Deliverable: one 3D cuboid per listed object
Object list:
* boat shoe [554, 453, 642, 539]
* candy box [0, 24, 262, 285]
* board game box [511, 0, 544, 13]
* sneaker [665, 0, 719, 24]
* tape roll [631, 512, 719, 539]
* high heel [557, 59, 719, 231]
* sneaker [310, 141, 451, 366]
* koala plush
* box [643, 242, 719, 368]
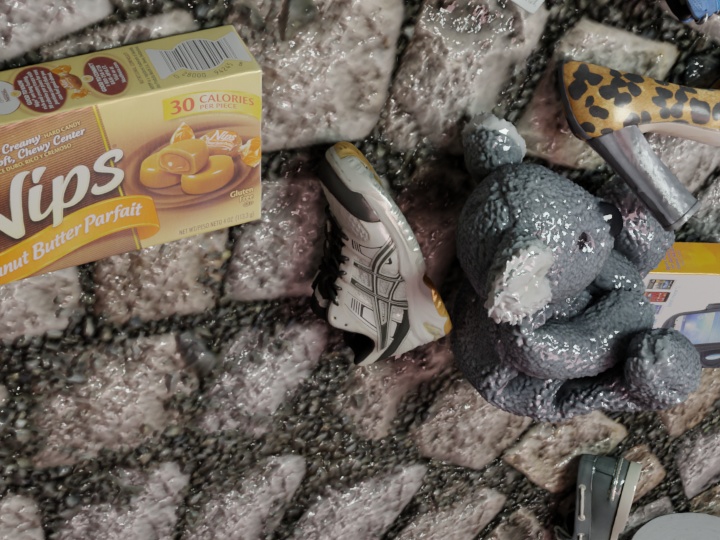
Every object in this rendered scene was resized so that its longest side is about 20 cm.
[{"bbox_3d":[0.223,0.246,1.377,0.061,0.073,0.202,18,138,9],"label":"boat shoe"},{"bbox_3d":[-0.158,-0.066,0.837,0.197,0.056,0.117,-15,135,-19],"label":"candy box"},{"bbox_3d":[0.105,-0.270,0.809,0.147,0.065,0.200,22,116,-44],"label":"board game box"},{"bbox_3d":[0.245,-0.214,0.951,0.197,0.079,0.090,8,135,-29],"label":"sneaker"},{"bbox_3d":[0.353,0.343,1.425,0.198,0.201,0.067,-9,132,-25],"label":"tape roll"},{"bbox_3d":[0.233,-0.145,1.020,0.143,0.071,0.200,47,66,-10],"label":"high heel"},{"bbox_3d":[0.000,0.000,0.983,0.087,0.076,0.201,-27,135,-1],"label":"sneaker"},{"bbox_3d":[0.125,-0.001,0.996,0.181,0.179,0.200,-16,144,17],"label":"koala plush"},{"bbox_3d":[0.276,0.031,1.170,0.197,0.042,0.120,-1,137,-13],"label":"box"}]
